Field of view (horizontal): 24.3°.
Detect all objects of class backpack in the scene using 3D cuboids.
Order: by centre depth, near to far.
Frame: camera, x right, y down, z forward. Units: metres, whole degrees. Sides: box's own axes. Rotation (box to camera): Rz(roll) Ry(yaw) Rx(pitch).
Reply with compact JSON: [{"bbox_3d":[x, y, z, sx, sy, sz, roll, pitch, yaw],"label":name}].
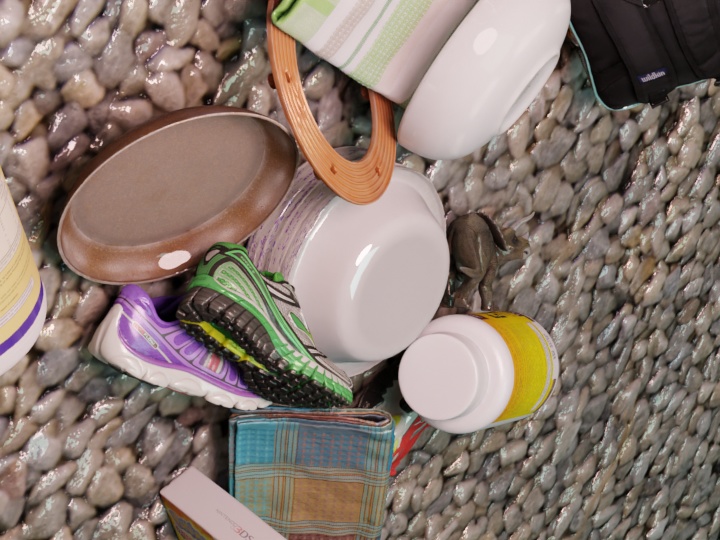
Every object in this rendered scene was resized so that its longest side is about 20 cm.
[{"bbox_3d":[0.271,-0.265,1.545,0.200,0.175,0.154,44,39,-55],"label":"backpack"}]

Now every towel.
[{"bbox_3d":[0.030,-0.217,1.322,0.150,0.031,0.200,-56,146,8],"label":"towel"},{"bbox_3d":[-0.047,0.192,1.498,0.146,0.022,0.201,3,135,-2],"label":"towel"}]

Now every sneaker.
[{"bbox_3d":[-0.064,0.049,1.370,0.200,0.078,0.086,47,50,-41],"label":"sneaker"},{"bbox_3d":[-0.131,0.062,1.385,0.200,0.080,0.084,22,93,-51],"label":"sneaker"},{"bbox_3d":[0.007,0.181,1.610,0.200,0.077,0.085,-41,141,-23],"label":"sneaker"}]

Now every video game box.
[{"bbox_3d":[-0.082,0.288,1.475,0.047,0.200,0.183,-36,134,-26],"label":"video game box"}]

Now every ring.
[{"bbox_3d":[-0.025,-0.149,1.343,0.200,0.019,0.202,38,45,-51],"label":"ring"}]

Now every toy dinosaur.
[{"bbox_3d":[0.100,-0.014,1.572,0.200,0.076,0.103,10,85,-68],"label":"toy dinosaur"}]

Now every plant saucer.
[{"bbox_3d":[-0.143,-0.062,1.284,0.199,0.032,0.201,-23,152,-13],"label":"plant saucer"}]

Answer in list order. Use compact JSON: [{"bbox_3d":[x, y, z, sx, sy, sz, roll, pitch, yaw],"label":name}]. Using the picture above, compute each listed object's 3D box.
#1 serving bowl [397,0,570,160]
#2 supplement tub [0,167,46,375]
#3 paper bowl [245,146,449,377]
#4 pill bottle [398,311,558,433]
[{"bbox_3d":[0.117,-0.168,1.410,0.200,0.066,0.200,-50,170,-12],"label":"serving bowl"},{"bbox_3d":[-0.300,-0.029,1.101,0.145,0.145,0.201,-36,134,-28],"label":"supplement tub"},{"bbox_3d":[0.000,0.000,1.474,0.200,0.104,0.202,-26,129,-37],"label":"paper bowl"},{"bbox_3d":[0.109,0.094,1.572,0.200,0.109,0.110,0,113,-66],"label":"pill bottle"}]
